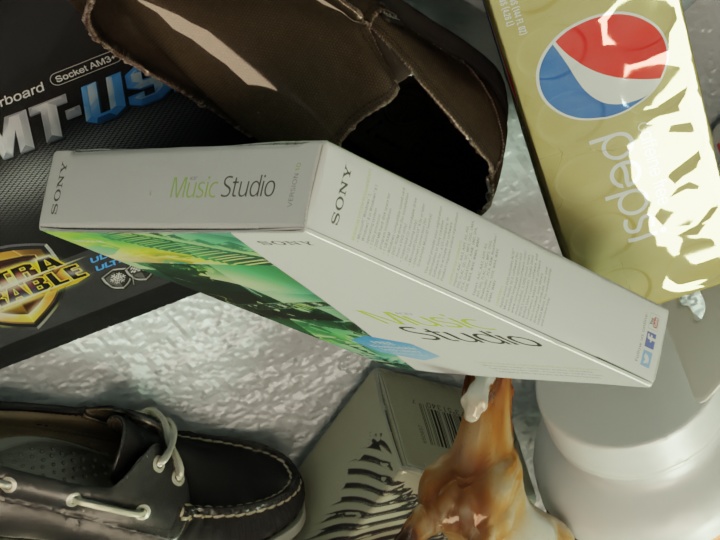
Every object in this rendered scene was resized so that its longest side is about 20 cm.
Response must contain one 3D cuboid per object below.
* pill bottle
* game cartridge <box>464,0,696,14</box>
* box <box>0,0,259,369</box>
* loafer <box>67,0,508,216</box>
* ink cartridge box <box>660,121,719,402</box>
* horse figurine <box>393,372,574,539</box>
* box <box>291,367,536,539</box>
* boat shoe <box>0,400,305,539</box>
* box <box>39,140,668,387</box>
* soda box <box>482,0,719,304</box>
[{"bbox_3d":[0.146,0.110,1.028,0.113,0.113,0.200,-19,135,4],"label":"pill bottle"},{"bbox_3d":[0.068,-0.159,0.806,0.200,0.042,0.133,25,127,-33],"label":"game cartridge"},{"bbox_3d":[-0.115,-0.063,0.843,0.200,0.050,0.199,-20,136,4],"label":"box"},{"bbox_3d":[-0.017,-0.074,0.777,0.200,0.071,0.073,22,123,-33],"label":"loafer"},{"bbox_3d":[0.207,-0.038,0.898,0.067,0.117,0.200,19,126,-27],"label":"ink cartridge box"},{"bbox_3d":[0.060,0.133,0.948,0.050,0.133,0.200,-2,139,29],"label":"horse figurine"},{"bbox_3d":[-0.005,0.142,1.052,0.082,0.068,0.200,15,127,-28],"label":"box"},{"bbox_3d":[-0.115,0.090,0.975,0.200,0.074,0.060,5,123,-19],"label":"boat shoe"},{"bbox_3d":[0.000,0.000,0.815,0.144,0.036,0.200,1,163,45],"label":"box"},{"bbox_3d":[0.091,-0.072,0.827,0.068,0.064,0.200,-19,134,4],"label":"soda box"}]
